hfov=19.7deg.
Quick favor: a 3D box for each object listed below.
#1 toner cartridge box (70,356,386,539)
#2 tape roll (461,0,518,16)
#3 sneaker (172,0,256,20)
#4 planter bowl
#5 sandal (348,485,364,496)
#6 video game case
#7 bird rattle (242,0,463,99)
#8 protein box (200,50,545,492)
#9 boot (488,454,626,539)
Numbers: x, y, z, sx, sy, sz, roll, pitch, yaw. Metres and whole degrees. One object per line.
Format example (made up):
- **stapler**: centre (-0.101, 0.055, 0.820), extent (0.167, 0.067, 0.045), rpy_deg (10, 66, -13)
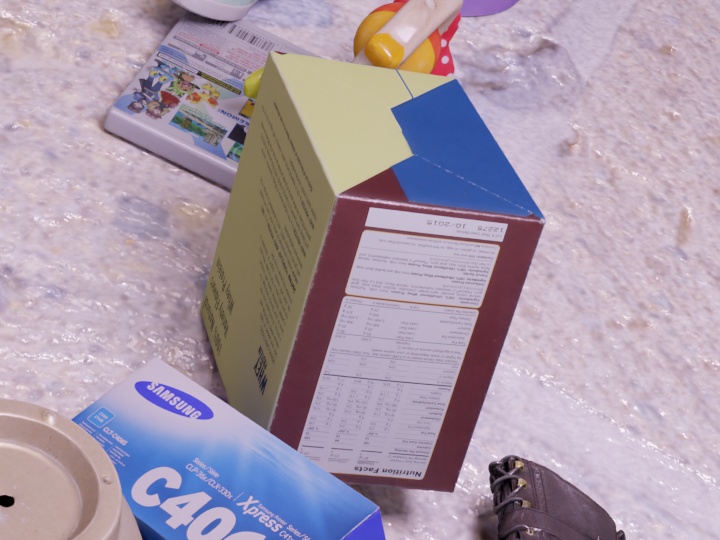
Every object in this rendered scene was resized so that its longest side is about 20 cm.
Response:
- **toner cartridge box**: centre (-0.086, 0.132, 1.203), extent (0.095, 0.043, 0.200), rpy_deg (-37, 48, -28)
- **tape roll**: centre (0.069, -0.317, 1.825), extent (0.199, 0.085, 0.200), rpy_deg (13, 40, -11)
- **sneaker**: centre (-0.085, -0.272, 1.650), extent (0.074, 0.118, 0.200), rpy_deg (33, 31, 16)
- **planter bowl**: centre (-0.200, 0.156, 1.120), extent (0.200, 0.135, 0.201), rpy_deg (14, 40, -12)
- **sandal**: centre (-0.042, 0.166, 1.235), extent (0.078, 0.070, 0.212), rpy_deg (33, 40, 12)
- **video game case**: centre (-0.071, -0.117, 1.580), extent (0.200, 0.022, 0.182), rpy_deg (26, 39, 2)
- **bird rattle**: centre (0.025, -0.150, 1.534), extent (0.200, 0.163, 0.113), rpy_deg (-35, 84, -37)
- **protein box**: centre (0.000, 0.000, 1.310), extent (0.135, 0.200, 0.199), rpy_deg (7, 28, -19)
- **boot**: centre (0.096, 0.182, 1.276), extent (0.200, 0.069, 0.174), rpy_deg (33, 32, -29)
